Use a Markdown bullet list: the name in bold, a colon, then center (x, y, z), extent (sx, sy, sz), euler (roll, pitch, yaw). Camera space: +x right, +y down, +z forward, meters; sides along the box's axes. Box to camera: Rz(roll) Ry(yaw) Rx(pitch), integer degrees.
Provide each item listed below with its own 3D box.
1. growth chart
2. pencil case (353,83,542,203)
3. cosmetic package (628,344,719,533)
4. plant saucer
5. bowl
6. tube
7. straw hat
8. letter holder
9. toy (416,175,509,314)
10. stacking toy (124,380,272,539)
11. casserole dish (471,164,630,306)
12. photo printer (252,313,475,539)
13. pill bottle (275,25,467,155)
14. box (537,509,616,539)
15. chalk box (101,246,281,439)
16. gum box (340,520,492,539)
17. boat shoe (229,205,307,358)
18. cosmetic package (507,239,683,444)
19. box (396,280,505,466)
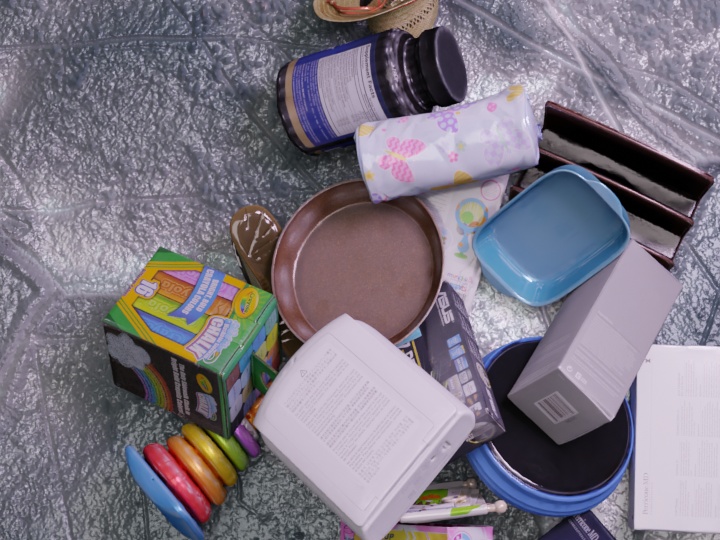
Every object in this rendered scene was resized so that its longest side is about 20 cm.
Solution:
- **growth chart**: center (0.071, 0.247, 1.494), extent (0.142, 0.200, 0.018), euler (-6, 90, -3)
- **pencil case**: center (0.092, -0.134, 1.490), extent (0.197, 0.083, 0.092), euler (-14, 84, 10)
- **cosmetic package**: center (0.371, 0.184, 1.536), extent (0.148, 0.052, 0.203), euler (3, 83, 1)
- **plant saucer**: center (0.000, 0.000, 1.535), extent (0.197, 0.034, 0.203), euler (-6, 71, 17)
- **bowl**: center (0.203, 0.163, 1.518), extent (0.198, 0.039, 0.203), euler (7, 60, -13)
- **tube**: center (0.008, -0.001, 1.572), extent (0.077, 0.050, 0.202), euler (-28, 61, 23)
- **straw hat**: center (0.046, -0.307, 1.617), extent (0.199, 0.202, 0.086), euler (-24, 122, 3)
- **letter holder**: center (0.272, -0.090, 1.539), extent (0.198, 0.142, 0.102), euler (26, 86, 8)
- **toy**: center (0.097, -0.062, 1.603), extent (0.114, 0.047, 0.203), euler (16, 89, 4)
- **stacking toy**: center (-0.156, 0.194, 1.578), extent (0.200, 0.110, 0.116), euler (-42, 65, -12)
- **casserole dish**: center (0.209, -0.041, 1.522), extent (0.121, 0.039, 0.200), euler (44, 132, -6)
- **photo printer**: center (-0.005, 0.151, 1.424), extent (0.199, 0.069, 0.167), euler (38, 85, 33)
- **pill bottle**: center (0.014, -0.204, 1.568), extent (0.198, 0.111, 0.114), euler (-13, 81, 25)
- **box**: center (0.210, 0.367, 1.470), extent (0.199, 0.148, 0.105), euler (-39, 109, -1)
- **chalk box**: center (-0.162, 0.086, 1.538), extent (0.198, 0.126, 0.125), euler (22, 53, 16)
- **gum box**: center (0.053, 0.327, 1.493), extent (0.065, 0.199, 0.115), euler (6, 80, -36)
- **boat shoe**: center (-0.089, 0.017, 1.605), extent (0.072, 0.065, 0.202), euler (-25, 98, -9)
- **cosmetic package**: center (0.250, 0.074, 1.491), extent (0.090, 0.107, 0.200), euler (43, 58, -4)
- **box**: center (0.058, 0.128, 1.513), extent (0.160, 0.049, 0.201), euler (-29, 42, 14)
